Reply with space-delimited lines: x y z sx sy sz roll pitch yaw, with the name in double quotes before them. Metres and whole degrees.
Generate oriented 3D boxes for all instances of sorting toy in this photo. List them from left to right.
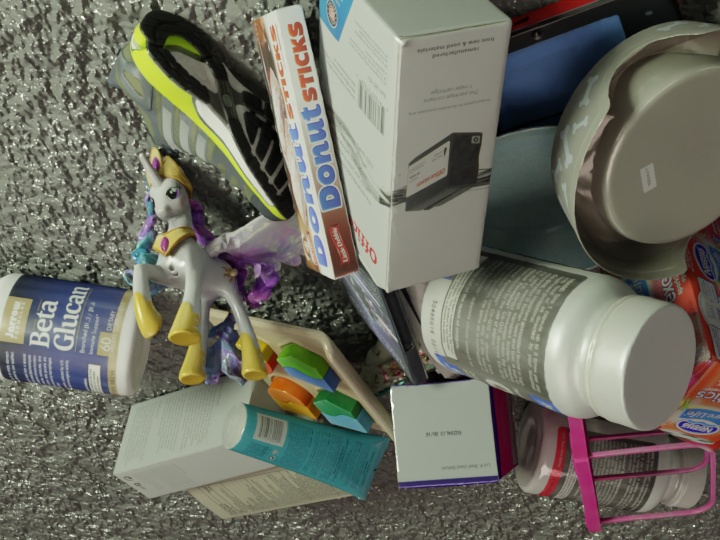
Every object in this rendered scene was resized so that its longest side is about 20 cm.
"sorting toy" -0.065 0.112 0.977 0.199 0.037 0.185 13 150 41

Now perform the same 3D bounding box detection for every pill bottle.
"pill bottle" -0.326 0.063 0.965 0.199 0.111 0.111 8 139 -3
"pill bottle" 0.153 0.051 0.738 0.200 0.114 0.114 17 157 49
"pill bottle" 0.288 0.217 1.068 0.199 0.111 0.111 11 139 -5

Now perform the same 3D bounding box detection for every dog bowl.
"dog bowl" 0.232 -0.092 0.689 0.199 0.059 0.201 -11 124 -17

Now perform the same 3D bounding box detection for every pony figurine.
"pony figurine" -0.135 0.003 0.843 0.166 0.201 0.193 -23 147 20

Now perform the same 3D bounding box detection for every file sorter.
"file sorter" 0.265 0.126 0.903 0.125 0.201 0.139 -9 137 13

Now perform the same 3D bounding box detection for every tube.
"tube" -0.057 0.199 1.033 0.199 0.078 0.050 24 -179 -30

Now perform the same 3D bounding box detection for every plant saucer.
"plant saucer" 0.150 -0.063 0.790 0.200 0.039 0.201 0 144 0

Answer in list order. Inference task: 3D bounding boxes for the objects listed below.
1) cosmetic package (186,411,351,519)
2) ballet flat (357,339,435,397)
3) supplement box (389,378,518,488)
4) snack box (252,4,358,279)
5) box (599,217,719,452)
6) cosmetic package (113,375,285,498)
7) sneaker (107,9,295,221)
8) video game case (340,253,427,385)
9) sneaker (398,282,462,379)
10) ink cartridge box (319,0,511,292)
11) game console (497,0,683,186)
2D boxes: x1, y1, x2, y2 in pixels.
"cosmetic package" -0.109 0.237 1.156 0.199 0.088 0.103 -15 136 21
"ballet flat" 0.060 0.079 0.985 0.199 0.076 0.064 -27 99 26
"supplement box" 0.104 0.168 0.974 0.101 0.104 0.200 -7 170 13
"snack box" -0.042 -0.096 0.708 0.024 0.072 0.201 -16 104 -18
"box" 0.281 0.039 0.798 0.099 0.201 0.096 24 133 -21
"cosmetic package" -0.191 0.196 1.109 0.199 0.102 0.071 -19 134 27
"sneaker" -0.124 -0.118 0.766 0.081 0.074 0.200 -21 117 42
"video game case" 0.000 0.000 0.843 0.019 0.143 0.200 -31 136 -8
"sneaker" 0.070 0.015 0.870 0.080 0.076 0.200 -29 116 2
"ink cartridge box" 0.030 -0.110 0.666 0.083 0.145 0.201 -13 132 -18
"game console" 0.166 -0.136 0.743 0.199 0.031 0.177 -15 134 23
